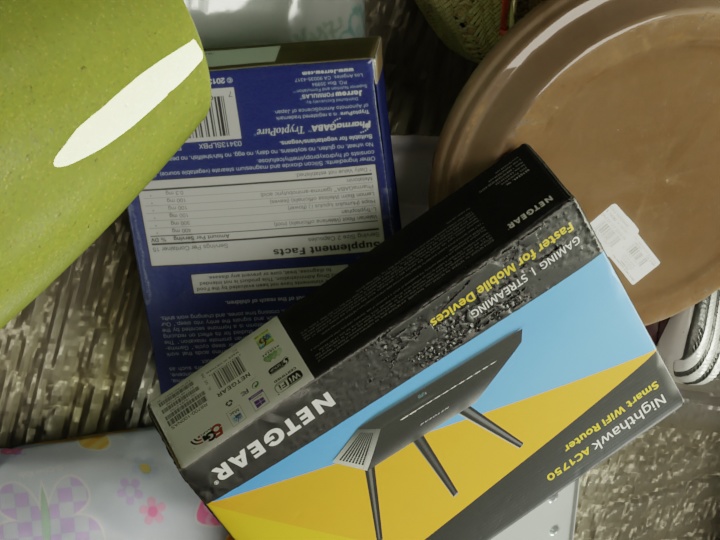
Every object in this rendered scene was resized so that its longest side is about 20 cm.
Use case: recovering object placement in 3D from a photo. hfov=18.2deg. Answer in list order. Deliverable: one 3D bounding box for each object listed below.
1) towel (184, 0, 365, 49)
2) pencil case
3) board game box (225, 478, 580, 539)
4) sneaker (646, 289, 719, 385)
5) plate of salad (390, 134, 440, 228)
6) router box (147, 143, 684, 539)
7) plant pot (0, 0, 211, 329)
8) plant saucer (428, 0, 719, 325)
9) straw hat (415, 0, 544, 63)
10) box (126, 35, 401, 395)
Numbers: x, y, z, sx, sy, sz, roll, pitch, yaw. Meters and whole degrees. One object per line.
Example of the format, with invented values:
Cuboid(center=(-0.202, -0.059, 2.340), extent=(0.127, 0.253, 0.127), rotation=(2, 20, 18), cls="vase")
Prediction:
Cuboid(center=(-0.088, -0.134, 1.004), extent=(0.198, 0.048, 0.173), rotation=(-10, 116, -23), cls="towel")
Cuboid(center=(-0.126, 0.123, 1.072), extent=(0.198, 0.083, 0.092), rotation=(-5, 91, -24), cls="pencil case")
Cuboid(center=(0.019, 0.165, 1.116), extent=(0.199, 0.026, 0.202), rotation=(-16, 126, -29), cls="board game box")
Cuboid(center=(0.141, -0.040, 1.150), extent=(0.076, 0.115, 0.202), rotation=(48, 51, -50), cls="sneaker")
Cuboid(center=(0.000, 0.000, 1.089), extent=(0.198, 0.048, 0.201), rotation=(-9, 140, -8), cls="plate of salad")
Cuboid(center=(0.028, 0.059, 0.982), extent=(0.199, 0.051, 0.149), rotation=(-35, 132, 0), cls="router box")
Cuboid(center=(-0.166, -0.056, 0.881), extent=(0.199, 0.187, 0.188), rotation=(-30, 122, -22), cls="plant pot")
Cuboid(center=(0.126, -0.048, 1.005), extent=(0.198, 0.030, 0.201), rotation=(-14, 130, -17), cls="plant saucer")
Cuboid(center=(0.070, -0.141, 1.053), extent=(0.201, 0.084, 0.203), rotation=(11, 90, -68), cls="straw hat")
Cuboid(center=(-0.040, -0.004, 1.010), extent=(0.120, 0.032, 0.202), rotation=(-3, 117, 8), cls="box")
